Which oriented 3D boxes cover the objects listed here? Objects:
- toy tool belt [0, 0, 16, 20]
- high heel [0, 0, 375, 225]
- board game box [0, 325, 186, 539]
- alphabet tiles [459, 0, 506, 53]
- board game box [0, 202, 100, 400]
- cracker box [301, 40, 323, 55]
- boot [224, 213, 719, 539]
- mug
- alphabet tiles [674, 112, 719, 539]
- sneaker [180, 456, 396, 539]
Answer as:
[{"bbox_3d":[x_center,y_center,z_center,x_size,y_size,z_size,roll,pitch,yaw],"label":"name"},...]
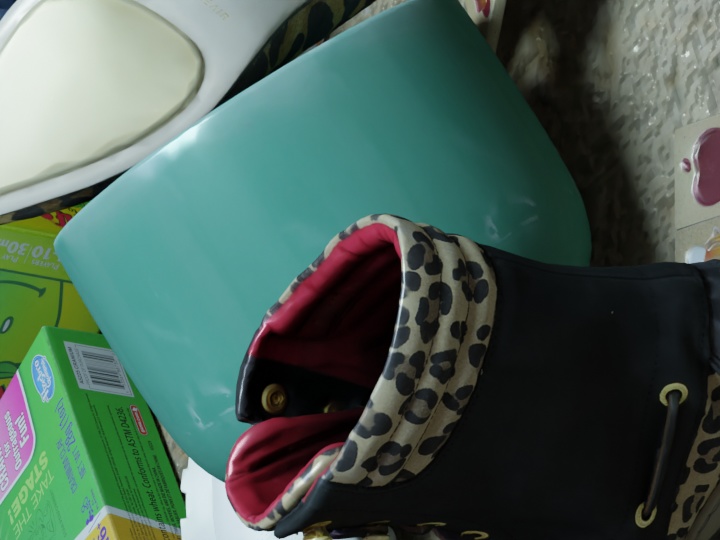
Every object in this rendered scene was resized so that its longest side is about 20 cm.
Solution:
[{"bbox_3d":[-0.155,-0.122,0.934,0.125,0.123,0.200,77,178,-62],"label":"toy tool belt"},{"bbox_3d":[-0.052,-0.074,0.867,0.200,0.143,0.071,-41,82,4],"label":"high heel"},{"bbox_3d":[-0.138,0.147,1.086,0.200,0.040,0.153,-57,39,29],"label":"board game box"},{"bbox_3d":[0.039,-0.174,0.870,0.167,0.006,0.200,-104,18,-48],"label":"alphabet tiles"},{"bbox_3d":[-0.184,0.049,1.131,0.200,0.101,0.048,-60,39,26],"label":"board game box"},{"bbox_3d":[-0.058,-0.141,1.038,0.134,0.058,0.200,38,112,53],"label":"cracker box"},{"bbox_3d":[0.029,0.067,0.747,0.200,0.150,0.073,-56,40,31],"label":"boot"},{"bbox_3d":[0.004,-0.004,0.840,0.152,0.185,0.115,-35,86,35],"label":"mug"},{"bbox_3d":[0.144,0.037,0.728,0.167,0.008,0.200,-18,66,53],"label":"alphabet tiles"},{"bbox_3d":[-0.008,0.117,0.887,0.080,0.076,0.200,-23,66,39],"label":"sneaker"}]
